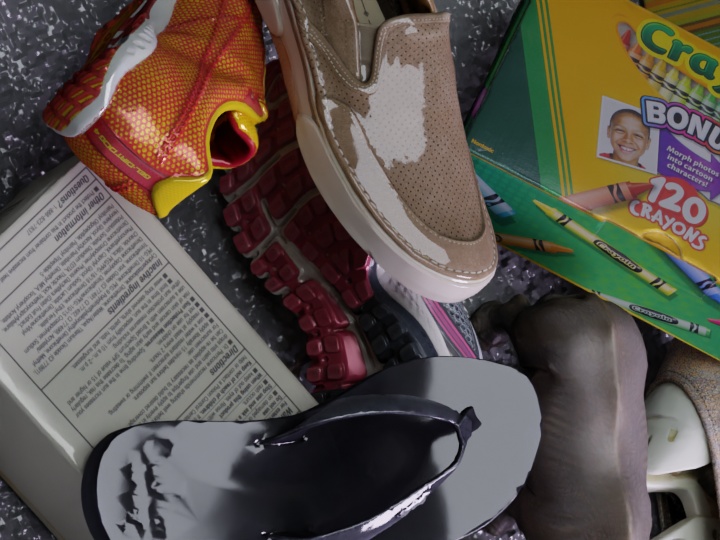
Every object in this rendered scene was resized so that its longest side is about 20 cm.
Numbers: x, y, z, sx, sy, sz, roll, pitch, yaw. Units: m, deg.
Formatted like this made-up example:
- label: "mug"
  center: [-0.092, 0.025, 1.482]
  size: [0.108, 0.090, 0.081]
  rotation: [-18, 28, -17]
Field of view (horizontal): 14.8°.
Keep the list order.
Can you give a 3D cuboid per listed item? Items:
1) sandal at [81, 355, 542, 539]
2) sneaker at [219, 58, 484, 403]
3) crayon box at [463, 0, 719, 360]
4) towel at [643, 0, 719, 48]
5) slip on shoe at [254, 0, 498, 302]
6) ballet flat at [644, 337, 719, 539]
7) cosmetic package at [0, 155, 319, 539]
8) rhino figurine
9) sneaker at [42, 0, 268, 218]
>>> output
- label: "sandal"
  center: [-0.010, 0.081, 1.095]
  size: [0.200, 0.043, 0.076]
  rotation: [-12, 87, -28]
- label: "sneaker"
  center: [0.000, 0.000, 1.199]
  size: [0.075, 0.081, 0.200]
  rotation: [-11, 83, -60]
- label: "crayon box"
  center: [0.144, -0.040, 1.253]
  size: [0.200, 0.058, 0.119]
  rotation: [27, 57, -2]
- label: "towel"
  center: [0.173, -0.161, 1.327]
  size: [0.018, 0.086, 0.200]
  rotation: [9, 72, -58]
- label: "slip on shoe"
  center: [0.011, -0.085, 1.134]
  size: [0.076, 0.061, 0.200]
  rotation: [-6, 70, -48]
- label: "ballet flat"
  center: [0.152, 0.111, 1.260]
  size: [0.067, 0.068, 0.200]
  rotation: [-4, 79, -24]
- label: "cosmetic package"
  center: [-0.089, 0.061, 1.127]
  size: [0.200, 0.071, 0.105]
  rotation: [51, 60, -10]
- label: "rhino figurine"
  center: [0.095, 0.104, 1.213]
  size: [0.060, 0.087, 0.200]
  rotation: [2, 77, -29]
- label: "sneaker"
  center: [-0.071, -0.080, 1.142]
  size: [0.077, 0.073, 0.200]
  rotation: [46, 31, -12]
